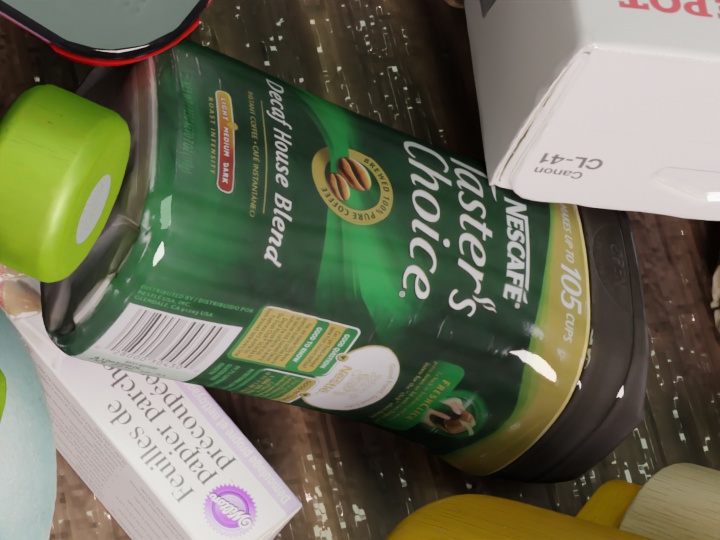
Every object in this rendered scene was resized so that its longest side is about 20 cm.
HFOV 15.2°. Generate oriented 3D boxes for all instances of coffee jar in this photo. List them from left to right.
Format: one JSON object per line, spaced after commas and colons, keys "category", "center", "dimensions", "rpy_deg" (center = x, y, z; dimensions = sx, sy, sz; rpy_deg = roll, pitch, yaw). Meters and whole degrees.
{"category": "coffee jar", "center": [0.000, 0.000, 0.879], "dimensions": [0.200, 0.085, 0.104], "rpy_deg": [18, 48, -27]}

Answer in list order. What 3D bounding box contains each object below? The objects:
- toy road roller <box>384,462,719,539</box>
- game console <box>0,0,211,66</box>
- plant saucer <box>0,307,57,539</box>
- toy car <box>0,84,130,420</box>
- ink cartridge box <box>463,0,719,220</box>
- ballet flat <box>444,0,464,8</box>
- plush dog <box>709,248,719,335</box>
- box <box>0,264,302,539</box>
{"category": "toy road roller", "center": [0.082, 0.114, 0.822], "dimensions": [0.123, 0.146, 0.200], "rpy_deg": [13, 46, 38]}
{"category": "game console", "center": [-0.105, -0.175, 0.820], "dimensions": [0.200, 0.031, 0.177], "rpy_deg": [31, 83, -4]}
{"category": "plant saucer", "center": [-0.192, 0.056, 0.810], "dimensions": [0.201, 0.039, 0.201], "rpy_deg": [2, 63, -3]}
{"category": "toy car", "center": [-0.170, -0.034, 0.715], "dimensions": [0.164, 0.200, 0.158], "rpy_deg": [24, 77, 7]}
{"category": "ink cartridge box", "center": [0.112, -0.122, 0.915], "dimensions": [0.148, 0.086, 0.200], "rpy_deg": [5, 54, -18]}
{"category": "ballet flat", "center": [0.061, -0.176, 1.030], "dimensions": [0.065, 0.071, 0.200], "rpy_deg": [21, 54, 23]}
{"category": "plush dog", "center": [0.209, 0.004, 0.965], "dimensions": [0.172, 0.161, 0.200], "rpy_deg": [-4, 38, -6]}
{"category": "box", "center": [-0.101, 0.019, 0.885], "dimensions": [0.039, 0.041, 0.200], "rpy_deg": [-37, 81, -30]}
